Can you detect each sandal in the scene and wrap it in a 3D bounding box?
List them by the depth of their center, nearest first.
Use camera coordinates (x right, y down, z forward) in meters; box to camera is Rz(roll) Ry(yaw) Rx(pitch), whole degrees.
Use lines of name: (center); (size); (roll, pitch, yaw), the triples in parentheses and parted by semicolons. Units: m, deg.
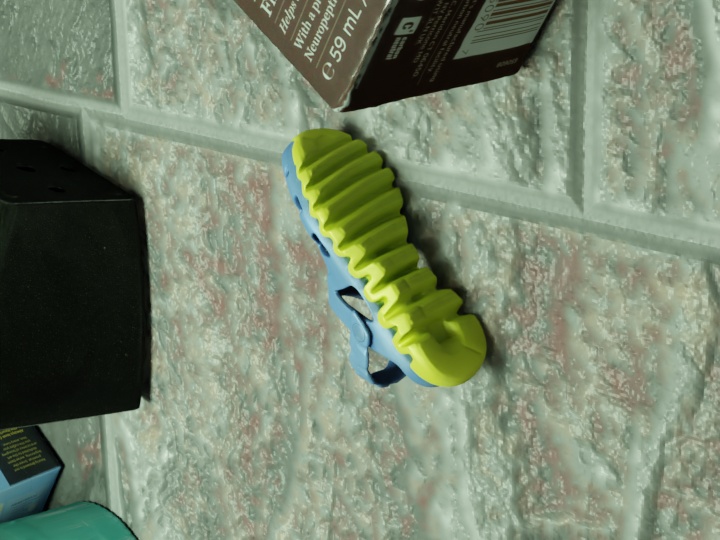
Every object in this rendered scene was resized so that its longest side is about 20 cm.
sandal: (0.000, 0.000, 1.061); (0.087, 0.079, 0.202); (-41, 72, 49)

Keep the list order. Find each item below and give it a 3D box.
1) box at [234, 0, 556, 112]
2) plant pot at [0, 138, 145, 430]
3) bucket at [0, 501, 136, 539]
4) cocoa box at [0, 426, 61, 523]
box: (0.013, -0.223, 0.904); (0.200, 0.163, 0.167); (48, 132, 24)
plant pot: (-0.290, -0.001, 1.285); (0.199, 0.199, 0.179); (30, 112, 36)
bucket: (-0.276, 0.309, 1.405); (0.206, 0.134, 0.210); (16, 114, 42)
cocoa box: (-0.398, 0.200, 1.447); (0.131, 0.199, 0.134); (49, 133, 22)
